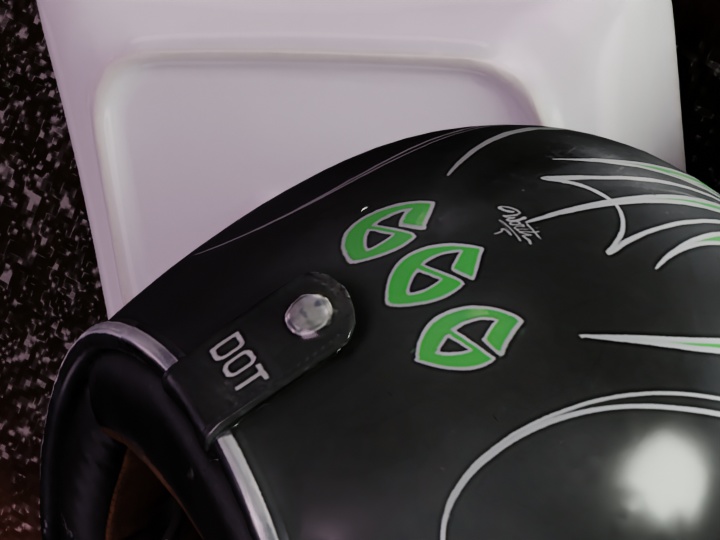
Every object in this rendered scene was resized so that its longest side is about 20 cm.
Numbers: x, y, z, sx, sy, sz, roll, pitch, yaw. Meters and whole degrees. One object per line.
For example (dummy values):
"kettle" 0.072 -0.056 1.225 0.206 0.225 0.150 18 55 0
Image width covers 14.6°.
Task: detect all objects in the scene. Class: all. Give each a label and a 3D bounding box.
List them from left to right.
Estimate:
"plate" 0.000 0.000 0.810 0.199 0.032 0.201 3 115 26
"helmet" 0.036 0.062 0.687 0.200 0.190 0.201 41 139 49
